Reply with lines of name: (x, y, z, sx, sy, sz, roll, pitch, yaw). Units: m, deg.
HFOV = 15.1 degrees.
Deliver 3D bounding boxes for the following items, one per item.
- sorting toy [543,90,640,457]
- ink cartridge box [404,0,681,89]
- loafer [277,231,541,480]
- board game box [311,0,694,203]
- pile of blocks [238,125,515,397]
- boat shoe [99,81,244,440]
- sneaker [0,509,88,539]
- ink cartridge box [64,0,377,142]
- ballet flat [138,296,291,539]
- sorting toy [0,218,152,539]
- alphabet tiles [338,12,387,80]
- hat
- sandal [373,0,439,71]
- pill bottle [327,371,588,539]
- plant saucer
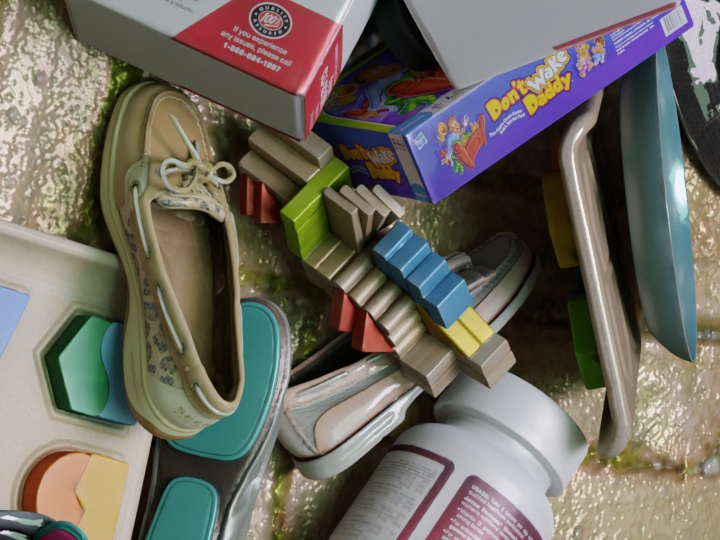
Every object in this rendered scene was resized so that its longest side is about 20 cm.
sorting toy: (0.137, -0.008, 1.612, 0.036, 0.185, 0.201, -6, 103, 9)
ink cartridge box: (0.120, -0.198, 1.497, 0.084, 0.145, 0.200, 59, 32, -19)
loafer: (0.025, 0.036, 1.584, 0.200, 0.072, 0.063, -44, 110, -22)
board game box: (0.071, -0.114, 1.544, 0.200, 0.134, 0.045, -35, 114, -24)
pile of blocks: (0.000, 0.000, 1.515, 0.200, 0.082, 0.062, 44, 73, -1)
boat shoe: (-0.093, -0.011, 1.469, 0.073, 0.063, 0.201, 3, 72, -40)
sneaker: (-0.168, 0.189, 1.416, 0.200, 0.121, 0.084, 30, 33, -33)
ink cartridge box: (-0.050, -0.194, 1.457, 0.144, 0.084, 0.200, 25, 76, 7)
ballet flat: (-0.083, 0.113, 1.519, 0.064, 0.067, 0.201, 40, 66, -71)
sorting toy: (-0.186, 0.079, 1.449, 0.185, 0.036, 0.201, 18, 83, -36)
alphabet tiles: (-0.010, -0.150, 1.579, 0.200, 0.006, 0.167, 34, 73, -33)
hat: (0.287, -0.135, 1.752, 0.200, 0.081, 0.201, -3, 96, -35)
sandal: (0.035, -0.192, 1.557, 0.075, 0.048, 0.201, 49, 40, -28)
pill bottle: (0.044, 0.160, 1.578, 0.110, 0.109, 0.200, 47, 67, -29)
plant saucer: (0.181, -0.043, 1.648, 0.200, 0.027, 0.201, -7, 90, -79)
